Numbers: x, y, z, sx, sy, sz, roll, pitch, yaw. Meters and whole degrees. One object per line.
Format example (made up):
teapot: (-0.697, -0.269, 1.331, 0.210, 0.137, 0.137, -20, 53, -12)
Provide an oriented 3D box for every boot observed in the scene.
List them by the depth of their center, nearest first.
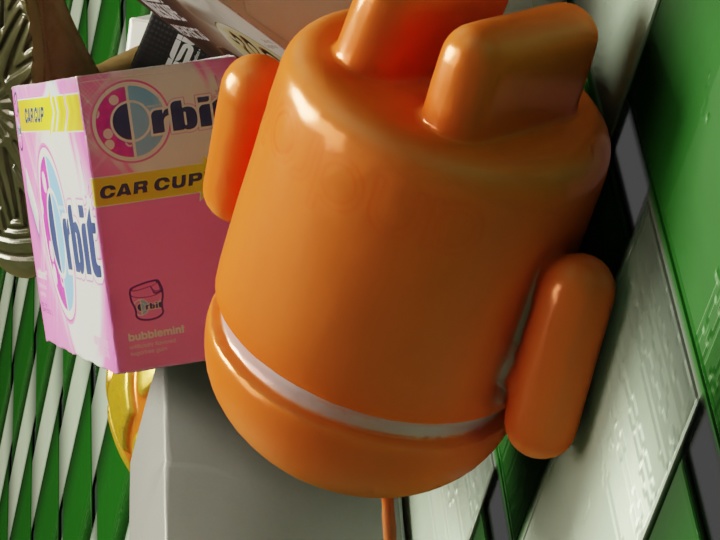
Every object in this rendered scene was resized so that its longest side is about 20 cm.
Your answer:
boot: (-0.105, -0.100, 1.325, 0.066, 0.200, 0.176, 12, 115, 38)

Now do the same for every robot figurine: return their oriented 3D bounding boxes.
robot figurine: (0.012, -0.009, 0.938, 0.117, 0.143, 0.200, -80, 7, -60)

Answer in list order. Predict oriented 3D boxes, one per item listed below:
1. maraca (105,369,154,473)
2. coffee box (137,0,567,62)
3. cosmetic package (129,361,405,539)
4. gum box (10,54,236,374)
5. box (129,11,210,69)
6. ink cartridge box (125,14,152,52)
maraca: (-0.068, 0.049, 1.323, 0.200, 0.107, 0.138, -119, 36, -71)
coffee box: (-0.014, -0.108, 1.071, 0.080, 0.113, 0.200, -55, 16, -3)
cosmetic package: (-0.039, 0.133, 1.139, 0.200, 0.106, 0.090, -93, 16, -47)
gum box: (-0.094, -0.025, 1.146, 0.200, 0.066, 0.114, -171, 73, -75)
box: (-0.035, -0.190, 1.274, 0.200, 0.044, 0.160, -68, 3, -52)
ink cartridge box: (-0.084, -0.075, 1.484, 0.116, 0.068, 0.201, -35, -45, -76)
